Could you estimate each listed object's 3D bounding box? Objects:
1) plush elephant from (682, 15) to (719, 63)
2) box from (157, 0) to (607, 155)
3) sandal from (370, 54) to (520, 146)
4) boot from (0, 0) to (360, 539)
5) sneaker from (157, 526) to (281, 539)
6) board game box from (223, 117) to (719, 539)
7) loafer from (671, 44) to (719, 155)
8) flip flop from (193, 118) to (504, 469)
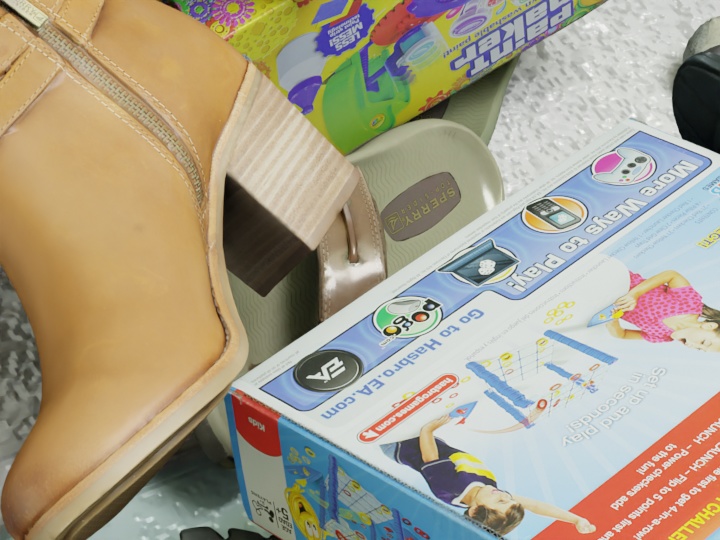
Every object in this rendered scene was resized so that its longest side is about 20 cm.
[{"bbox_3d":[0.251,-0.145,1.065,0.199,0.155,0.165,23,46,3],"label":"plush elephant"},{"bbox_3d":[-0.012,-0.168,0.971,0.199,0.122,0.193,-32,62,-9],"label":"box"},{"bbox_3d":[0.042,-0.120,1.038,0.079,0.058,0.202,13,48,-5],"label":"sandal"},{"bbox_3d":[-0.098,-0.019,0.751,0.155,0.077,0.201,38,53,-7],"label":"boot"},{"bbox_3d":[0.009,0.116,0.813,0.199,0.073,0.082,-17,60,-19],"label":"sneaker"},{"bbox_3d":[0.096,0.046,0.764,0.199,0.056,0.195,-33,43,-33],"label":"board game box"},{"bbox_3d":[0.195,-0.021,0.832,0.200,0.073,0.072,38,60,22],"label":"loafer"},{"bbox_3d":[0.000,0.000,0.899,0.200,0.057,0.082,-35,109,-44],"label":"flip flop"}]
